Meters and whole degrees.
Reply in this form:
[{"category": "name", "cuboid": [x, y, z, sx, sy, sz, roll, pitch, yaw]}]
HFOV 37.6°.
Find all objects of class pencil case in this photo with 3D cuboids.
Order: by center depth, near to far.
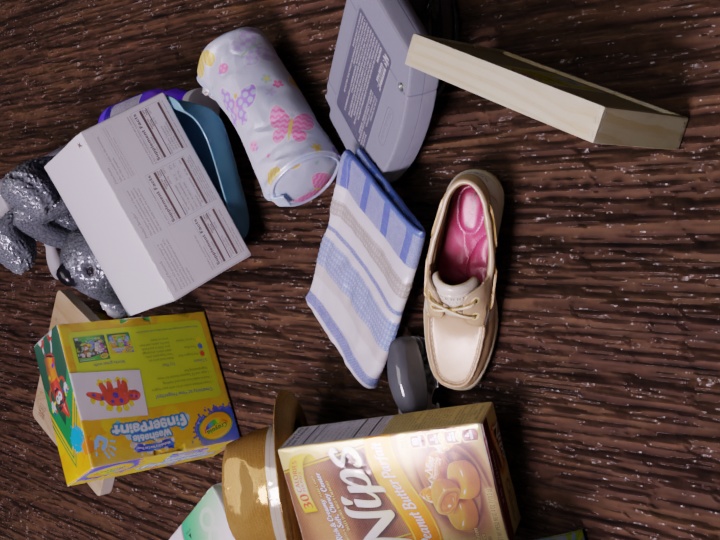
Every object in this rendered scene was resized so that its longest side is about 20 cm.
[{"category": "pencil case", "cuboid": [-0.099, -0.164, 1.120, 0.201, 0.090, 0.083, 58, 168, 24]}]

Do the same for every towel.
[{"category": "towel", "cuboid": [0.000, 0.000, 1.036, 0.147, 0.024, 0.202, 54, 140, 39]}]

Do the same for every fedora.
[{"category": "fedora", "cuboid": [-0.092, 0.221, 1.070, 0.081, 0.201, 0.203, -7, 87, 5]}]

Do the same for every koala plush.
[{"category": "koala plush", "cuboid": [-0.345, -0.041, 1.360, 0.200, 0.183, 0.178, 49, 139, 8]}]

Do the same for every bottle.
[{"category": "bottle", "cuboid": [-0.248, -0.179, 1.293, 0.199, 0.065, 0.085, -9, 83, 46]}]

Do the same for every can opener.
[{"category": "can opener", "cuboid": [0.047, 0.162, 1.004, 0.053, 0.066, 0.203, 0, 93, 44]}]

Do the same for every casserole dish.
[{"category": "casserole dish", "cuboid": [-0.178, -0.111, 1.200, 0.120, 0.039, 0.202, 21, 134, 44]}]

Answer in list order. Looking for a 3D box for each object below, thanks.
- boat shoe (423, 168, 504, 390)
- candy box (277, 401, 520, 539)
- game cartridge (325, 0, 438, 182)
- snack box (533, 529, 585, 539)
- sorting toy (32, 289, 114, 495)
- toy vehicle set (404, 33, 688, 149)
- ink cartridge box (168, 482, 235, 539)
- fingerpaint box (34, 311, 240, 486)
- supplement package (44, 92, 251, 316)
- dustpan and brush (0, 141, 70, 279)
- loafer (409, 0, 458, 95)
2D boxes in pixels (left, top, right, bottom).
[{"category": "boat shoe", "cuboid": [0.086, 0.011, 0.940, 0.073, 0.069, 0.203, 5, 96, 18]}, {"category": "candy box", "cuboid": [0.035, 0.194, 0.959, 0.198, 0.055, 0.117, -11, 100, 22]}, {"category": "game cartridge", "cuboid": [0.019, -0.172, 0.985, 0.201, 0.040, 0.134, 110, 142, -58]}, {"category": "snack box", "cuboid": [0.077, 0.283, 0.885, 0.168, 0.199, 0.068, -28, 73, 42]}, {"category": "sorting toy", "cuboid": [-0.349, 0.157, 1.416, 0.199, 0.069, 0.201, 35, 116, 40]}, {"category": "toy vehicle set", "cuboid": [0.146, -0.144, 0.843, 0.199, 0.123, 0.027, 32, 114, 41]}, {"category": "ink cartridge box", "cuboid": [-0.153, 0.376, 1.243, 0.161, 0.050, 0.201, -51, 56, 35]}, {"category": "fingerpaint box", "cuboid": [-0.258, 0.144, 1.227, 0.073, 0.199, 0.169, -34, 69, 42]}, {"category": "supplement package", "cuboid": [-0.242, -0.068, 1.185, 0.155, 0.110, 0.202, -16, 104, 58]}, {"category": "dustpan and brush", "cuboid": [-0.439, -0.068, 1.482, 0.057, 0.139, 0.202, 16, 129, 37]}, {"category": "loafer", "cuboid": [0.051, -0.262, 0.978, 0.071, 0.063, 0.203, 14, 102, 45]}]
